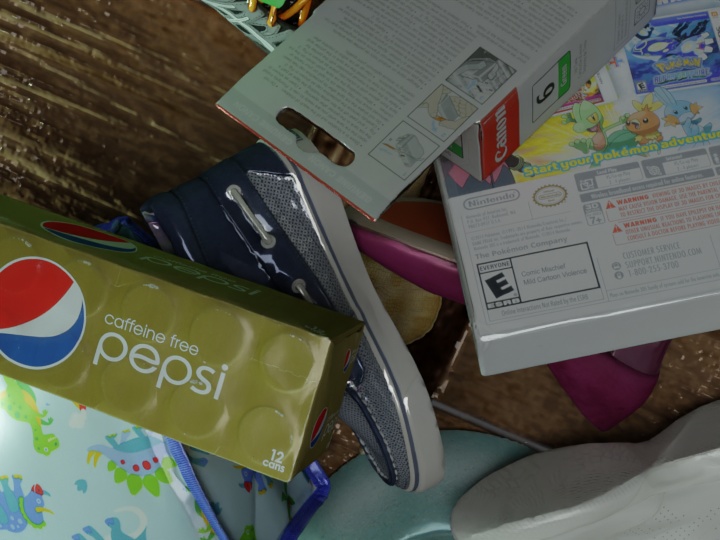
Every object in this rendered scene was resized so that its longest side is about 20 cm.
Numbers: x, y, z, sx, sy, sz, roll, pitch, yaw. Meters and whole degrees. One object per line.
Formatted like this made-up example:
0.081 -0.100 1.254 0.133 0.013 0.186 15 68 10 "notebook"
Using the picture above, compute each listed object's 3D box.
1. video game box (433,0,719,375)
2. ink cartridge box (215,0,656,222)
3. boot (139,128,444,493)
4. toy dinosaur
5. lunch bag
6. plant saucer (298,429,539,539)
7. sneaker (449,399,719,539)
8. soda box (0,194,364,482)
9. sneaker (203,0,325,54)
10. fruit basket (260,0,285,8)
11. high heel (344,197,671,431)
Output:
0.135 -0.053 0.704 0.199 0.047 0.183 -11 61 1 "video game box"
0.040 -0.104 0.693 0.109 0.050 0.200 37 71 25 "ink cartridge box"
-0.034 0.036 0.726 0.090 0.073 0.200 -27 98 -19 "boot"
0.000 0.000 0.797 0.101 0.058 0.201 9 100 -14 "toy dinosaur"
-0.141 0.083 0.766 0.170 0.127 0.200 -22 109 27 "lunch bag"
0.053 0.193 0.835 0.200 0.039 0.202 1 102 5 "plant saucer"
0.151 0.138 0.788 0.199 0.075 0.089 -15 109 -4 "sneaker"
-0.104 0.026 0.653 0.200 0.064 0.068 19 99 11 "soda box"
-0.057 -0.159 0.744 0.200 0.077 0.078 29 102 -4 "sneaker"
-0.018 -0.230 0.668 0.215 0.155 0.216 3 80 -16 "fruit basket"
0.072 0.029 0.766 0.200 0.067 0.096 19 119 -9 "high heel"
